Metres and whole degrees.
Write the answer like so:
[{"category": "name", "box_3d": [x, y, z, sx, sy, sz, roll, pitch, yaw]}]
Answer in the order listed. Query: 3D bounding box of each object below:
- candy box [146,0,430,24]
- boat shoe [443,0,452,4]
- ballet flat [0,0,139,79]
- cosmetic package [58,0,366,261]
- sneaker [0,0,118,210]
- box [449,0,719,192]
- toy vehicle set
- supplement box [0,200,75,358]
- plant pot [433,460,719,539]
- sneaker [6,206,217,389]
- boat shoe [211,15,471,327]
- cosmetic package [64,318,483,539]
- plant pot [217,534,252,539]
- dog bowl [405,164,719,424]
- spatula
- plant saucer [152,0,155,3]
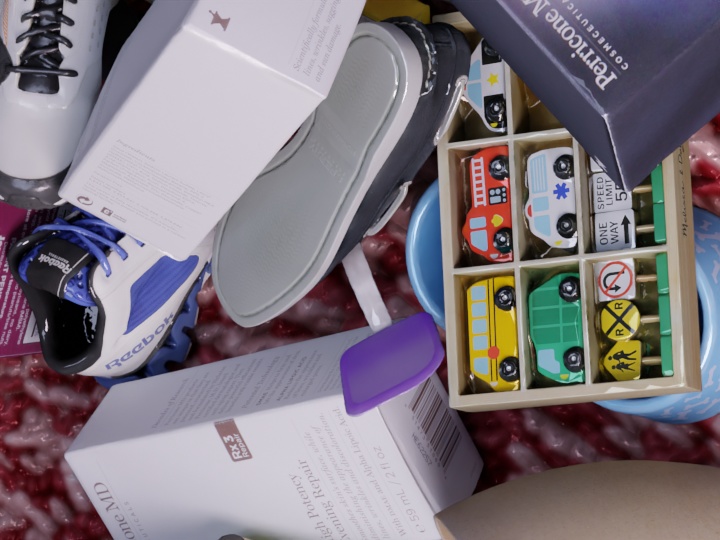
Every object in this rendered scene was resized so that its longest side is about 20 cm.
[{"category": "candy box", "box_3d": [-0.044, -0.142, 1.444, 0.200, 0.102, 0.026, 31, 64, 25]}, {"category": "boat shoe", "box_3d": [-0.022, -0.208, 1.416, 0.199, 0.071, 0.064, 25, 99, -1]}, {"category": "ballet flat", "box_3d": [-0.215, -0.167, 1.553, 0.200, 0.073, 0.073, 35, 110, 24]}, {"category": "cosmetic package", "box_3d": [-0.070, -0.101, 1.357, 0.081, 0.113, 0.200, 28, 150, -13]}, {"category": "sneaker", "box_3d": [-0.167, -0.128, 1.452, 0.073, 0.080, 0.201, 4, 65, 2]}, {"category": "box", "box_3d": [0.130, -0.183, 1.274, 0.198, 0.123, 0.200, -41, 71, -1]}, {"category": "toy vehicle set", "box_3d": [0.100, -0.035, 1.341, 0.124, 0.026, 0.201, -7, 78, 25]}, {"category": "supplement box", "box_3d": [-0.243, -0.019, 1.503, 0.130, 0.200, 0.104, 24, 105, 27]}, {"category": "plant pot", "box_3d": [0.143, 0.170, 1.313, 0.134, 0.200, 0.201, -30, 76, -5]}, {"category": "sneaker", "box_3d": [-0.124, -0.022, 1.480, 0.080, 0.115, 0.200, 25, 102, 26]}, {"category": "boat shoe", "box_3d": [-0.009, -0.046, 1.378, 0.076, 0.060, 0.200, 57, 132, 21]}, {"category": "cosmetic package", "box_3d": [-0.047, 0.101, 1.450, 0.199, 0.074, 0.102, -16, 115, 30]}, {"category": "plant pot", "box_3d": [-0.041, 0.256, 1.376, 0.199, 0.199, 0.182, 15, 120, 27]}, {"category": "dog bowl", "box_3d": [0.109, 0.006, 1.383, 0.199, 0.050, 0.112, 25, 106, 26]}, {"category": "spatula", "box_3d": [0.000, 0.000, 1.408, 0.056, 0.021, 0.201, -27, 44, 8]}, {"category": "plant saucer", "box_3d": [-0.078, -0.179, 1.387, 0.070, 0.019, 0.200, 30, 149, 19]}]
